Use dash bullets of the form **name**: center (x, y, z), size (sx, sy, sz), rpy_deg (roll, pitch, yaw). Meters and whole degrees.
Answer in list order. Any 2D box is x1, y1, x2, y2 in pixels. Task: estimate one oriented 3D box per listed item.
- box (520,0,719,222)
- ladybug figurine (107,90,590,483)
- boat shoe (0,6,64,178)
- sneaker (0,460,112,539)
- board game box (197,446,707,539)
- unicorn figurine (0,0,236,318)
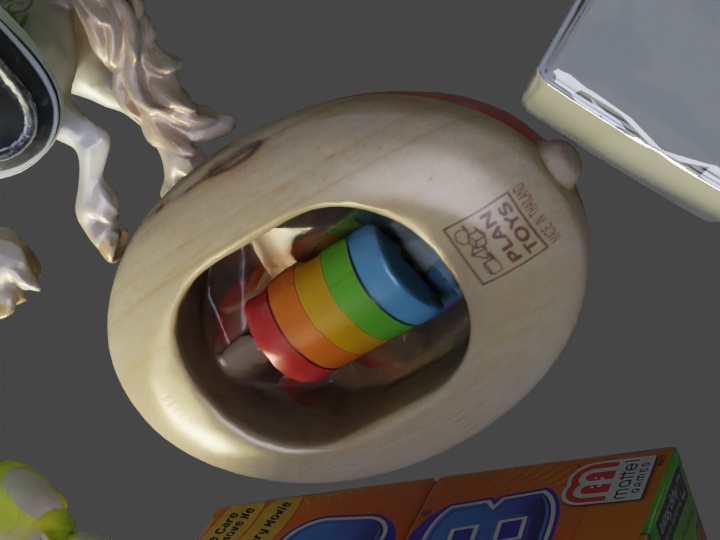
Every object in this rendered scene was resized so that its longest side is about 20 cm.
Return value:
- **box**: center (0.097, -0.061, 0.748), size (0.082, 0.200, 0.068), rpy_deg (31, 92, 0)
- **ladybug figurine**: center (0.000, 0.000, 0.896), size (0.200, 0.072, 0.136), rpy_deg (-26, 110, 31)
- **boat shoe**: center (-0.170, -0.075, 0.810), size (0.200, 0.068, 0.072), rpy_deg (32, 97, -39)
- **sneaker**: center (-0.155, 0.132, 1.041), size (0.105, 0.076, 0.200), rpy_deg (-31, 97, 44)
- **board game box**: center (0.031, 0.212, 0.929), size (0.199, 0.200, 0.200), rpy_deg (-10, 114, 25)
- **unicorn figurine**: center (-0.150, -0.051, 0.934), size (0.200, 0.074, 0.138), rpy_deg (-31, 105, 15)
